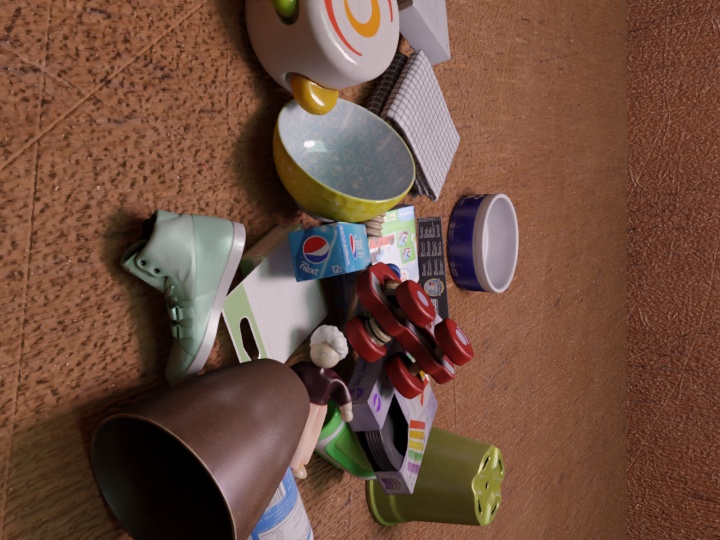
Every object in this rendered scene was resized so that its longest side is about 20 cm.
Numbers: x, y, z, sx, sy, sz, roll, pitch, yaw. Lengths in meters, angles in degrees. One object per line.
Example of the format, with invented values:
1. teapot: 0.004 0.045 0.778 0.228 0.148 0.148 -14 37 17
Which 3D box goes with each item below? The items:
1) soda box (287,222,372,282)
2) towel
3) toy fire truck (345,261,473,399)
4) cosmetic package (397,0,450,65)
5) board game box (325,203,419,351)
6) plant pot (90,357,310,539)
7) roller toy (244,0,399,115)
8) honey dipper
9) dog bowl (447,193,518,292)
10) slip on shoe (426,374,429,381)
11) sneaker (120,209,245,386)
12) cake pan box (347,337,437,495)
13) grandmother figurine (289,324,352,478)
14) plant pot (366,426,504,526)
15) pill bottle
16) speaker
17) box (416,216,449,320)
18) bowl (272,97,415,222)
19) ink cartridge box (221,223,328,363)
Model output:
1. soda box: -0.035 -0.026 1.029 0.200 0.067 0.065 -10 89 -80
2. towel: 0.084 -0.236 1.291 0.200 0.085 0.166 57 44 -42
3. toy fire truck: 0.065 0.068 1.094 0.200 0.112 0.168 46 19 -22
4. cosmetic package: 0.091 -0.460 1.271 0.151 0.051 0.201 33 49 -53
5. board game box: 0.025 0.009 1.205 0.151 0.037 0.201 -15 107 -35
6. plant pot: -0.146 0.182 0.830 0.200 0.186 0.188 -38 124 -51
7. roller toy: -0.050 -0.322 1.001 0.183 0.139 0.200 -54 125 -38
8. honey dipper: 0.000 0.000 1.140 0.038 0.038 0.201 12 92 -59
9. dog bowl: 0.253 -0.056 1.587 0.200 0.078 0.201 -8 99 -58
10. slip on shoe: 0.057 0.117 1.298 0.076 0.060 0.201 -22 94 -34
11. sneaker: -0.211 0.029 0.849 0.118 0.074 0.201 15 100 -24
12. cake pan box: 0.046 0.200 1.149 0.185 0.052 0.200 65 29 -25
13. grandmother figurine: -0.065 0.169 1.023 0.121 0.061 0.201 18 94 -14
14. plant pot: 0.138 0.350 1.324 0.200 0.183 0.202 -6 96 -58
15. pill bottle: -0.122 0.312 0.957 0.112 0.112 0.201 -46 131 -48
16. speaker: -0.022 0.243 1.145 0.200 0.088 0.089 50 51 -48
17. box: 0.124 0.035 1.312 0.160 0.044 0.201 76 11 -60
18. bowl: -0.036 -0.130 1.049 0.200 0.200 0.108 -46 172 -48
19. ink cartridge box: -0.120 0.048 1.000 0.200 0.048 0.146 -48 131 -47
